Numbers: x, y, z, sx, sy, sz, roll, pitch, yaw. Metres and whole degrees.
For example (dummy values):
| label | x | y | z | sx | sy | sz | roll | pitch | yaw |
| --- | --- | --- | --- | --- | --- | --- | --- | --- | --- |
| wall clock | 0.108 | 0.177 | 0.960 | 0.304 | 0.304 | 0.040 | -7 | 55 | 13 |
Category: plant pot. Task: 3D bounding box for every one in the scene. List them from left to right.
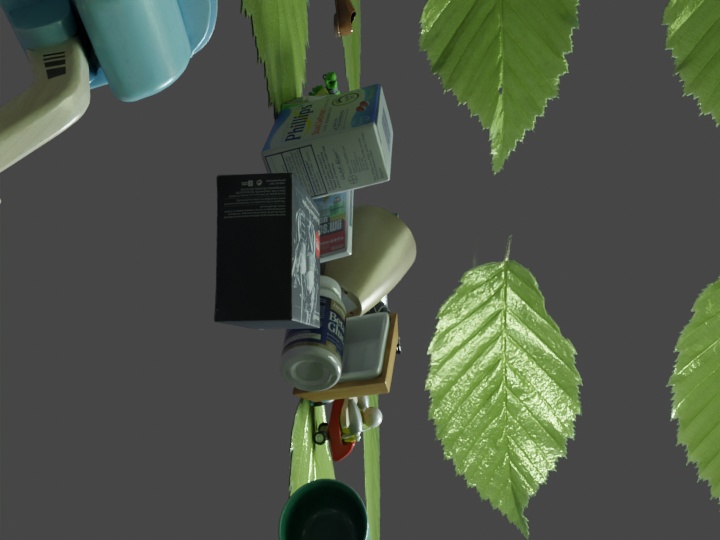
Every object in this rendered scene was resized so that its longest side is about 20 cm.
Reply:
| label | x | y | z | sx | sy | sz | roll | pitch | yaw |
| --- | --- | --- | --- | --- | --- | --- | --- | --- | --- |
| plant pot | 0.000 | 0.000 | 1.315 | 0.201 | 0.184 | 0.190 | -59 | 152 | -43 |

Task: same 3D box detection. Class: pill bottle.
| label | x | y | z | sx | sy | sz | roll | pitch | yaw |
| --- | --- | --- | --- | --- | --- | --- | --- | --- | --- |
| pill bottle | -0.082 | 0.108 | 1.153 | 0.202 | 0.108 | 0.113 | -86 | 171 | -47 |

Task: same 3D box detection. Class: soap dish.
| label | x | y | z | sx | sy | sz | roll | pitch | yaw |
| --- | --- | --- | --- | --- | --- | --- | --- | --- | --- |
| soap dish | -0.022 | 0.169 | 1.204 | 0.082 | 0.196 | 0.159 | 56 | 33 | -37 |

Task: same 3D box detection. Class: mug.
| label | x | y | z | sx | sy | sz | roll | pitch | yaw |
| --- | --- | --- | --- | --- | --- | --- | --- | --- | --- |
| mug | -0.072 | 0.455 | 1.071 | 0.115 | 0.182 | 0.154 | 83 | -17 | -56 |

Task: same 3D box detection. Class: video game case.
| label | x | y | z | sx | sy | sz | roll | pitch | yaw |
| --- | --- | --- | --- | --- | --- | --- | --- | --- | --- |
| video game case | -0.078 | -0.103 | 1.131 | 0.017 | 0.140 | 0.204 | 43 | 41 | -50 |

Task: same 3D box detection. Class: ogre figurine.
| label | x | y | z | sx | sy | sz | roll | pitch | yaw |
| --- | --- | --- | --- | --- | --- | --- | --- | --- | --- |
| ogre figurine | -0.071 | -0.346 | 1.479 | 0.120 | 0.096 | 0.204 | 51 | 25 | -61 |

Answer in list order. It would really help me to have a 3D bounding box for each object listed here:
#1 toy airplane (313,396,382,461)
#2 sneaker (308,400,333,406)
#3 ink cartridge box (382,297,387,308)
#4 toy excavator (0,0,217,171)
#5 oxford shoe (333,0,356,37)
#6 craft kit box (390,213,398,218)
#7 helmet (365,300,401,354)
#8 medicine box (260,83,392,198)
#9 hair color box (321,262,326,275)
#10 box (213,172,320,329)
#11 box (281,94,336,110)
| label | x | y | z | sx | sy | sz | roll | pitch | yaw |
| --- | --- | --- | --- | --- | --- | --- | --- | --- | --- |
| toy airplane | -0.016 | 0.299 | 1.395 | 0.201 | 0.138 | 0.202 | 97 | 8 | -49 |
| sneaker | -0.092 | 0.191 | 1.323 | 0.090 | 0.077 | 0.203 | 55 | 25 | -43 |
| ink cartridge box | 0.002 | 0.085 | 1.712 | 0.199 | 0.043 | 0.200 | 36 | -38 | 42 |
| toy excavator | -0.168 | -0.132 | 0.372 | 0.101 | 0.191 | 0.201 | 82 | -19 | -46 |
| oxford shoe | -0.047 | -0.825 | 1.983 | 0.071 | 0.070 | 0.205 | 63 | 24 | -72 |
| craft kit box | 0.010 | -0.073 | 1.681 | 0.199 | 0.195 | 0.049 | 75 | 14 | -60 |
| helmet | -0.002 | 0.148 | 1.547 | 0.201 | 0.196 | 0.193 | -82 | 151 | -59 |
| medicine box | -0.050 | -0.218 | 1.079 | 0.184 | 0.196 | 0.104 | -84 | 159 | -55 |
| hair color box | -0.074 | -0.001 | 1.492 | 0.200 | 0.062 | 0.114 | 47 | 41 | -82 |
| box | -0.119 | -0.016 | 0.863 | 0.200 | 0.102 | 0.187 | 48 | 42 | -80 |
| box | -0.087 | -0.246 | 1.278 | 0.177 | 0.094 | 0.204 | -78 | 164 | -69 |
